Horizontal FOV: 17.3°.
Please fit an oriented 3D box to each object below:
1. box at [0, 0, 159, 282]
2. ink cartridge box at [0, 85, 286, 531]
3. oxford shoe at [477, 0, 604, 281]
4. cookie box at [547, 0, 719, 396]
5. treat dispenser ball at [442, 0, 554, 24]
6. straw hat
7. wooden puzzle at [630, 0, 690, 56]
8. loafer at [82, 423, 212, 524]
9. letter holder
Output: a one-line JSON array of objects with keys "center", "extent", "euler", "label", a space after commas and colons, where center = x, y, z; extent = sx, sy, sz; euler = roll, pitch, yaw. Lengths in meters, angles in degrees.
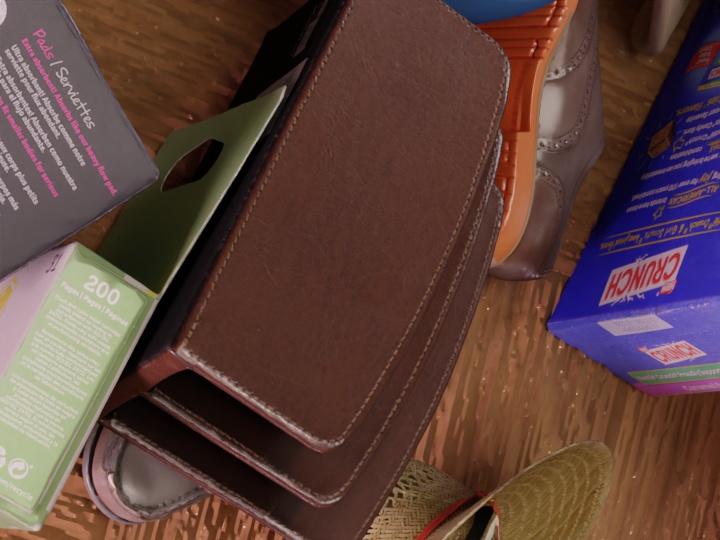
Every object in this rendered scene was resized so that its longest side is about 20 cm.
[{"center": [-0.181, -0.095, 0.916], "extent": [0.114, 0.132, 0.201], "euler": [-31, 102, -10], "label": "box"}, {"center": [-0.118, 0.008, 0.952], "extent": [0.048, 0.145, 0.201], "euler": [32, 73, -19], "label": "ink cartridge box"}, {"center": [0.083, -0.094, 1.124], "extent": [0.073, 0.071, 0.201], "euler": [21, 83, -47], "label": "oxford shoe"}, {"center": [0.191, -0.046, 1.115], "extent": [0.075, 0.171, 0.201], "euler": [33, 74, -17], "label": "cookie box"}, {"center": [0.041, -0.207, 1.016], "extent": [0.200, 0.200, 0.203], "euler": [1, 88, -29], "label": "treat dispenser ball"}, {"center": [0.017, 0.125, 1.056], "extent": [0.085, 0.202, 0.201], "euler": [39, 64, 23], "label": "straw hat"}, {"center": [0.195, -0.208, 1.109], "extent": [0.046, 0.200, 0.186], "euler": [28, 72, 8], "label": "wooden puzzle"}, {"center": [-0.038, 0.036, 1.044], "extent": [0.200, 0.063, 0.072], "euler": [-42, 109, -24], "label": "loafer"}, {"center": [0.000, 0.000, 0.970], "extent": [0.142, 0.100, 0.201], "euler": [34, 61, -16], "label": "letter holder"}]
